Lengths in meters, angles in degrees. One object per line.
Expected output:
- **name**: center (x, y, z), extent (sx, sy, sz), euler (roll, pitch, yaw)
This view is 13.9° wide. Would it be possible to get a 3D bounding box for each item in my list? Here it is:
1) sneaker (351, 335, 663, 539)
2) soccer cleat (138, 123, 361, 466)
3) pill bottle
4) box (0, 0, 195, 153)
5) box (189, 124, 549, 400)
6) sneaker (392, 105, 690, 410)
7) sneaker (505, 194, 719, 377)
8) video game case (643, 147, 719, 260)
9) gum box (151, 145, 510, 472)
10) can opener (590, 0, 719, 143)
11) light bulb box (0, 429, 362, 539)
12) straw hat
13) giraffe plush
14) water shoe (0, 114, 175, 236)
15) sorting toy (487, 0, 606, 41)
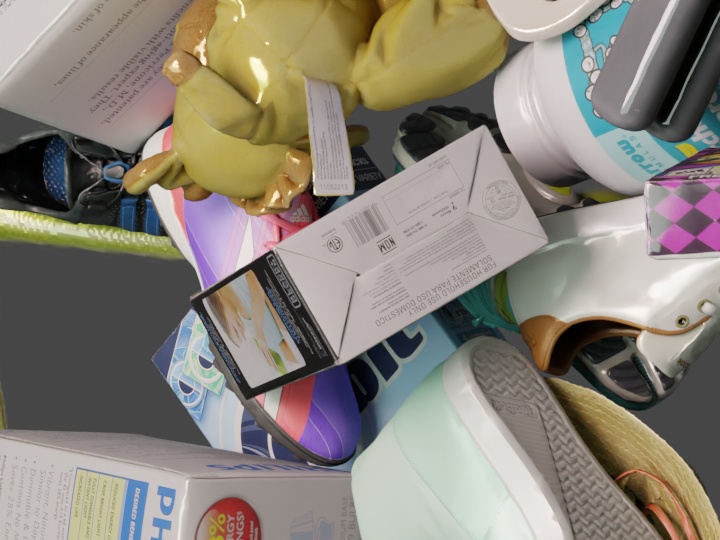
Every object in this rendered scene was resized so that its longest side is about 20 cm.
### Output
- **sneaker**: center (0.072, 0.142, 1.343), extent (0.118, 0.074, 0.201), euler (-44, 68, 38)
- **soccer cleat**: center (-0.044, 0.002, 1.489), extent (0.073, 0.068, 0.200), euler (-36, 70, 33)
- **pill bottle**: center (0.155, -0.099, 1.324), extent (0.200, 0.111, 0.111), euler (-23, 83, 41)
- **box**: center (-0.135, -0.203, 1.500), extent (0.200, 0.131, 0.199), euler (-45, 62, 15)
- **box**: center (0.000, 0.000, 1.364), extent (0.060, 0.117, 0.200), euler (60, 164, -1)
- **sneaker**: center (0.087, 0.000, 1.441), extent (0.200, 0.077, 0.080), euler (46, 143, 31)
- **sneaker**: center (0.165, 0.002, 1.331), extent (0.200, 0.073, 0.085), euler (-16, 72, 22)
- **video game case**: center (0.225, -0.033, 1.184), extent (0.200, 0.181, 0.036), euler (-3, 95, 15)
- **gum box**: center (-0.001, 0.066, 1.533), extent (0.200, 0.045, 0.170), euler (53, 126, 20)
- **can opener**: center (0.165, -0.140, 1.205), extent (0.067, 0.053, 0.200), euler (37, 108, 44)
- **light bulb box**: center (-0.106, 0.188, 1.507), extent (0.200, 0.125, 0.199), euler (6, 93, 50)
- **straw hat**: center (0.119, 0.124, 1.407), extent (0.201, 0.085, 0.201), euler (19, 121, 36)
- **giraffe plush**: center (-0.035, -0.098, 1.405), extent (0.162, 0.172, 0.200), euler (134, 150, -62)
- **water shoe**: center (-0.121, -0.047, 1.594), extent (0.200, 0.079, 0.072), euler (-2, 97, 41)
- **sorting toy**: center (0.103, -0.200, 1.312), extent (0.200, 0.107, 0.180), euler (-30, 52, 41)
